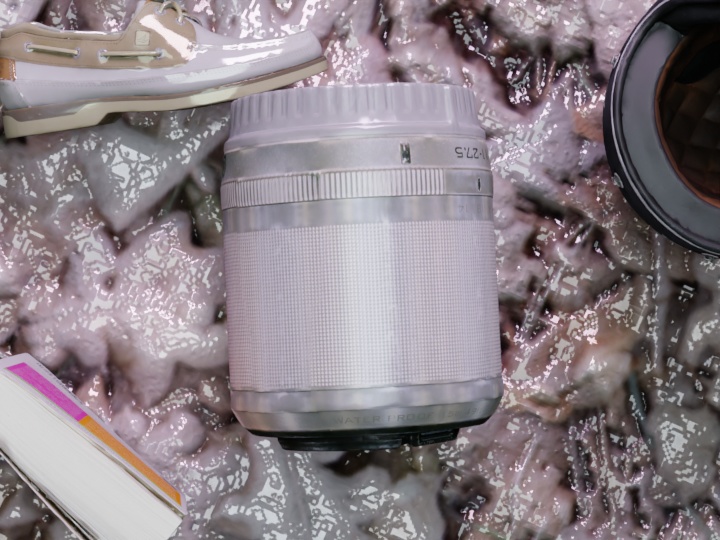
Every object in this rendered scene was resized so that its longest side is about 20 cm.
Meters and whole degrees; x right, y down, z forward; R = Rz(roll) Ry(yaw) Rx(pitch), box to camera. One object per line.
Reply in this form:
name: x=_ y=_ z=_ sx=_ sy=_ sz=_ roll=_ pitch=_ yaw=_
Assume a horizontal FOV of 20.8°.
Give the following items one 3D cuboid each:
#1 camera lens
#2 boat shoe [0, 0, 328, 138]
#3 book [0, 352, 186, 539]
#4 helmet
camera lens: x=0.000 y=0.000 z=1.138 sx=0.158 sy=0.160 sz=0.202 roll=-3 pitch=89 yaw=-4
boat shoe: x=-0.121 y=-0.128 z=1.176 sx=0.198 sy=0.075 sz=0.069 roll=-10 pitch=95 yaw=-3
book: x=-0.158 y=0.101 z=1.106 sx=0.134 sy=0.200 sz=0.048 roll=43 pitch=87 yaw=-1
helmet: x=0.241 y=-0.098 z=1.141 sx=0.199 sy=0.190 sz=0.202 roll=17 pitch=62 yaw=-33
